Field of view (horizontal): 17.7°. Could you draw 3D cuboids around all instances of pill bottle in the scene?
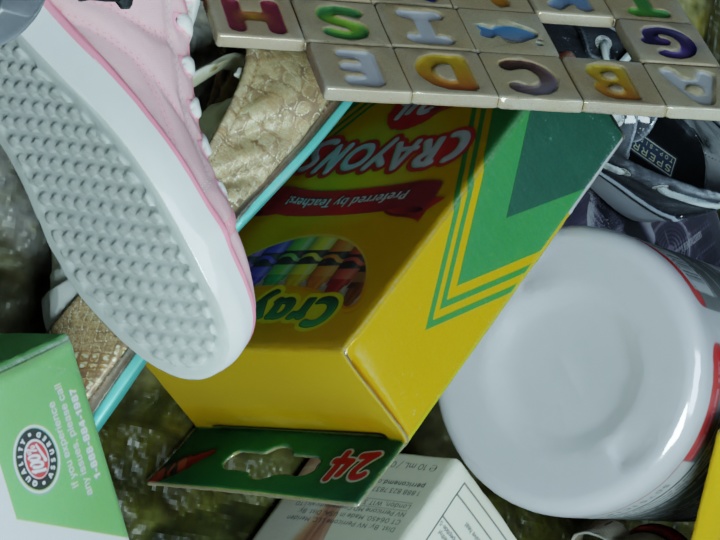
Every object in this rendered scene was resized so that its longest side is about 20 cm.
[{"bbox_3d":[0.122,0.049,0.969,0.200,0.114,0.114,14,79,-62],"label":"pill bottle"}]

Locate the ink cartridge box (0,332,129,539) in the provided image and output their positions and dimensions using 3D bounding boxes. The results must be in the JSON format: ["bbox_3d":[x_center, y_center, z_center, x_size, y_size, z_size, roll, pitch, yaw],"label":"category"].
[{"bbox_3d":[-0.173,0.122,0.756,0.200,0.084,0.146,-25,106,-40],"label":"ink cartridge box"}]

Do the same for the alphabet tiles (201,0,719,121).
[{"bbox_3d":[0.033,-0.109,0.899,0.199,0.167,0.008,2,125,-17],"label":"alphabet tiles"}]

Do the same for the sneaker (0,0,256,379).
[{"bbox_3d":[-0.078,-0.064,0.820,0.105,0.075,0.200,-30,81,-41],"label":"sneaker"}]

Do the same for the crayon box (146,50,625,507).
[{"bbox_3d":[0.000,0.000,0.893,0.051,0.127,0.200,55,55,-28],"label":"crayon box"}]

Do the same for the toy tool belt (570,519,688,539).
[{"bbox_3d":[0.095,0.218,0.980,0.123,0.125,0.201,-22,119,-39],"label":"toy tool belt"}]

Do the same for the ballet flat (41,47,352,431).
[{"bbox_3d":[-0.078,-0.019,0.874,0.065,0.071,0.200,39,58,-6],"label":"ballet flat"}]

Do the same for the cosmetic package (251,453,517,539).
[{"bbox_3d":[-0.017,0.176,0.902,0.200,0.087,0.103,-52,124,-31],"label":"cosmetic package"}]

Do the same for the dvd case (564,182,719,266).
[{"bbox_3d":[0.111,-0.024,1.074,0.149,0.016,0.200,-34,113,-37],"label":"dvd case"}]

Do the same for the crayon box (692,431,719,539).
[{"bbox_3d":[0.177,0.110,0.917,0.200,0.051,0.127,-20,126,-56],"label":"crayon box"}]

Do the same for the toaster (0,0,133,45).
[{"bbox_3d":[-0.165,-0.150,0.710,0.200,0.129,0.114,11,124,-32],"label":"toaster"}]

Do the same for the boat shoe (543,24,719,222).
[{"bbox_3d":[0.102,-0.077,1.008,0.200,0.068,0.072,34,68,-37],"label":"boat shoe"}]
